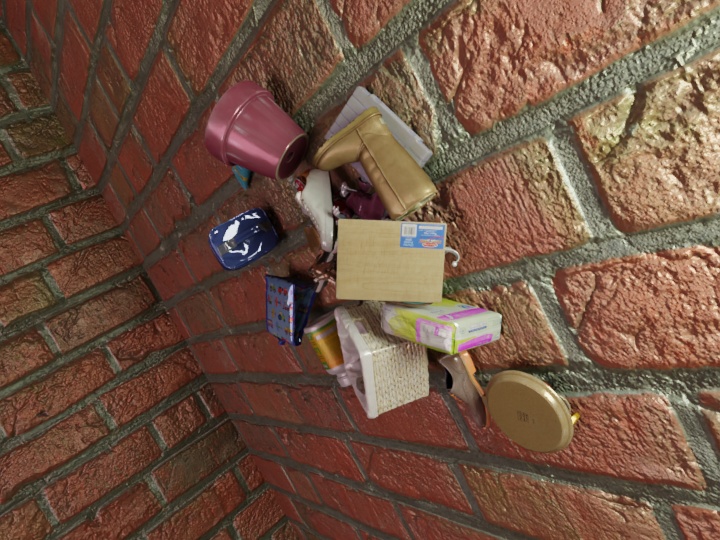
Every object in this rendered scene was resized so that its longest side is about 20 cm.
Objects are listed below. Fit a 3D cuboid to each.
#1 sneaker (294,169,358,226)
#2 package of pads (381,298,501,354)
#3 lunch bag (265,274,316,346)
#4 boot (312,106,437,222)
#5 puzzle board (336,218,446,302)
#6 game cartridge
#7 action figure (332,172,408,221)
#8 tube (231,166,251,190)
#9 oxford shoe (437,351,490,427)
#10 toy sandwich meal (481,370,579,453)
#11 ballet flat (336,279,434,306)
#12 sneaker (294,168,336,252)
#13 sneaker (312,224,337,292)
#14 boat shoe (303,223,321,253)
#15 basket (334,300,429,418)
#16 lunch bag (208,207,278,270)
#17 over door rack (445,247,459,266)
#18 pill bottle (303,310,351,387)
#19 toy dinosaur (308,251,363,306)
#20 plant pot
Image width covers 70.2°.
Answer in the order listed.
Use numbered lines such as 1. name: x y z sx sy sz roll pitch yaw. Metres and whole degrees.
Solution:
1. sneaker: -0.087 -0.176 1.207 0.200 0.071 0.113 21 135 45
2. package of pads: 0.157 0.105 1.036 0.200 0.154 0.068 13 105 47
3. lunch bag: -0.220 0.125 1.519 0.150 0.094 0.201 14 95 46
4. boot: 0.020 -0.175 0.953 0.175 0.066 0.200 -36 81 28
5. puzzle board: 0.056 -0.017 0.953 0.017 0.199 0.151 -89 1 -78
6. game cartridge: 0.033 -0.244 0.990 0.200 0.038 0.130 48 114 15
7. action figure: 0.020 -0.142 1.103 0.200 0.134 0.149 34 179 45
8. tube: -0.328 -0.305 1.442 0.078 0.050 0.200 61 152 10
9. oxford shoe: 0.228 0.266 1.138 0.200 0.073 0.071 67 169 -6
10. toy sandwich meal: 0.340 0.277 1.030 0.205 0.070 0.206 27 131 36
11. ballet flat: 0.052 0.039 1.018 0.199 0.068 0.072 5 161 4
12. sneaker: -0.099 -0.130 1.127 0.073 0.084 0.201 86 177 -68
13. sneaker: -0.034 -0.014 1.221 0.084 0.120 0.200 -93 25 -46
14. boat shoe: -0.096 -0.088 1.292 0.071 0.069 0.200 70 166 -8
15. basket: 0.049 0.190 1.195 0.198 0.160 0.201 -125 23 -56
16. lunch bag: -0.332 -0.091 1.484 0.136 0.200 0.132 61 165 -8
17. over door rack: 0.077 -0.013 1.040 0.199 0.067 0.148 17 149 -18
18. pill bottle: -0.068 0.226 1.464 0.111 0.111 0.200 -23 98 56
19. toy dinosaur: 0.000 0.000 1.133 0.136 0.200 0.086 65 150 12
20. plant pot: -0.228 -0.308 1.194 0.179 0.200 0.200 34 142 7
